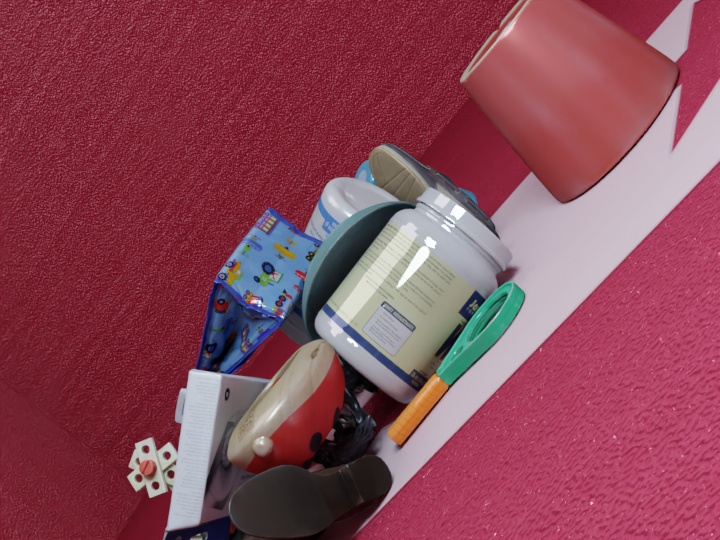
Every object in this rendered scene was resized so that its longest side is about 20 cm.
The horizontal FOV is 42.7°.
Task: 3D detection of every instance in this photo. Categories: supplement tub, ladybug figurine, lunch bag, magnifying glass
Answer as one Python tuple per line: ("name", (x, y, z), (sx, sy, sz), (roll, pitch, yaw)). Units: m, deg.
("supplement tub", (-0.024, -0.006, 1.207), (0.202, 0.130, 0.132), (-63, 0, 25))
("ladybug figurine", (-0.066, 0.142, 0.914), (0.136, 0.072, 0.200), (-48, 3, 21))
("supplement tub", (0.059, 0.026, 1.011), (0.201, 0.144, 0.145), (-52, 6, 0))
("lunch bag", (-0.138, 0.052, 1.119), (0.201, 0.093, 0.151), (-56, 2, 42))
("magnifying glass", (0.096, 0.093, 0.935), (0.201, 0.022, 0.080), (-53, 6, 4))

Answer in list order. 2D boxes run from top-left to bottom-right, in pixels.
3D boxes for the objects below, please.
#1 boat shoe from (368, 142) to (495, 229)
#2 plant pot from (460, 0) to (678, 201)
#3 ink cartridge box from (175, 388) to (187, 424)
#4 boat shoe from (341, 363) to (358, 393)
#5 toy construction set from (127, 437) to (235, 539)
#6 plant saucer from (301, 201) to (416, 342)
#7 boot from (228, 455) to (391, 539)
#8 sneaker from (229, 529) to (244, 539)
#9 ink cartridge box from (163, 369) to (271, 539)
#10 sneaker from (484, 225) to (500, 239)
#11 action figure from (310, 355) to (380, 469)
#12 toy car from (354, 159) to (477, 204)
("boat shoe", (0.097, -0.098, 1.224), (0.065, 0.199, 0.072), (-46, -4, -38))
("plant pot", (0.220, -0.208, 1.020), (0.201, 0.177, 0.201), (-50, 6, 8))
("ink cartridge box", (-0.117, 0.187, 1.189), (0.199, 0.158, 0.048), (14, -93, -64))
("boat shoe", (0.009, 0.113, 1.291), (0.200, 0.062, 0.072), (-47, 25, 37))
("toy construction set", (-0.191, 0.253, 1.096), (0.091, 0.134, 0.200), (-6, -12, 22))
("plant saucer", (0.000, 0.000, 1.079), (0.199, 0.036, 0.202), (-32, -38, -28))
("boot", (-0.086, 0.251, 0.897), (0.184, 0.065, 0.200), (0, -30, -39))
("sneaker", (-0.139, 0.339, 1.148), (0.087, 0.076, 0.201), (-27, 19, 28))
("ink cartridge box", (-0.144, 0.211, 0.975), (0.200, 0.040, 0.204), (34, -116, -75))
("sneaker", (0.095, 0.026, 1.154), (0.201, 0.060, 0.104), (-55, 10, 2))
("action figure", (-0.032, 0.175, 1.045), (0.200, 0.101, 0.120), (-69, 4, -71))
("toy car", (0.075, -0.025, 1.286), (0.178, 0.182, 0.201), (-58, 33, 31))
